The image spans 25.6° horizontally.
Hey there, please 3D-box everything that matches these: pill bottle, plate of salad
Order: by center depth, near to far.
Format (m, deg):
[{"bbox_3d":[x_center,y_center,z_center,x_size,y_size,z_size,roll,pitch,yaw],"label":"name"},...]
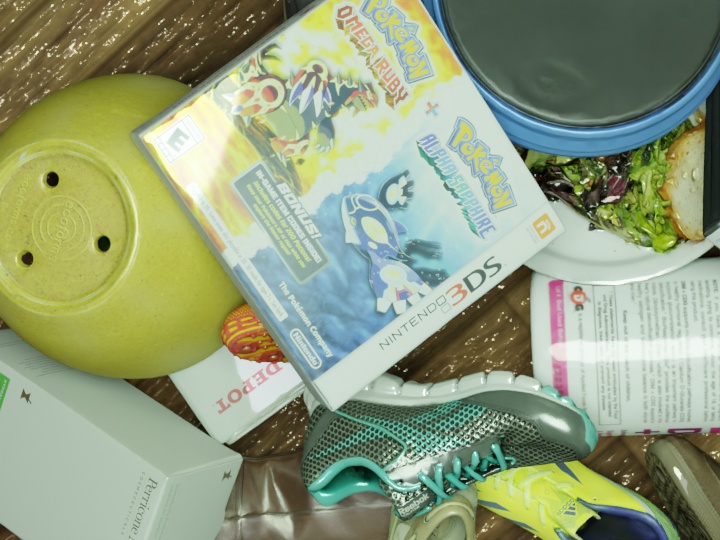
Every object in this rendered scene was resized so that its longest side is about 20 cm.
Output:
[{"bbox_3d":[0.212,0.049,1.031,0.198,0.113,0.115,-3,92,8],"label":"pill bottle"},{"bbox_3d":[0.161,-0.086,1.032,0.198,0.048,0.202,-5,65,12],"label":"plate of salad"}]

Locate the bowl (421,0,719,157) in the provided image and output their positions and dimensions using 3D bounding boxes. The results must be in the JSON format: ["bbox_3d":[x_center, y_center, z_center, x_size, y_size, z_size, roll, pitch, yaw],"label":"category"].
[{"bbox_3d":[0.135,-0.172,0.970,0.198,0.039,0.203,0,83,1],"label":"bowl"}]

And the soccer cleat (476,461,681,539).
[{"bbox_3d":[0.126,0.151,1.062,0.199,0.084,0.065,27,96,6],"label":"soccer cleat"}]

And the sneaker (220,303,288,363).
[{"bbox_3d":[0.000,0.000,1.009,0.199,0.073,0.078,-24,67,-11],"label":"sneaker"}]

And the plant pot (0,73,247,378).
[{"bbox_3d":[-0.164,-0.026,0.980,0.198,0.142,0.202,0,92,10],"label":"plant pot"}]

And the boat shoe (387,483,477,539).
[{"bbox_3d":[0.045,0.223,1.059,0.072,0.063,0.202,6,116,-9],"label":"boat shoe"}]

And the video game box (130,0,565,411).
[{"bbox_3d":[-0.004,-0.051,0.930,0.182,0.047,0.201,-38,104,-10],"label":"video game box"}]

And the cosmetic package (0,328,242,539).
[{"bbox_3d":[-0.189,0.129,1.067,0.199,0.085,0.109,28,107,29],"label":"cosmetic package"}]

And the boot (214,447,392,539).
[{"bbox_3d":[-0.040,0.209,1.104,0.198,0.064,0.188,-7,94,4],"label":"boot"}]

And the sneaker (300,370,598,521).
[{"bbox_3d":[0.050,0.116,0.990,0.198,0.078,0.092,-2,54,26],"label":"sneaker"}]

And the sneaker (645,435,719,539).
[{"bbox_3d":[0.264,0.172,1.045,0.075,0.070,0.201,-39,108,-7],"label":"sneaker"}]

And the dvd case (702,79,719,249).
[{"bbox_3d":[0.287,-0.019,0.978,0.199,0.143,0.018,34,131,-18],"label":"dvd case"}]

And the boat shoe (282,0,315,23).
[{"bbox_3d":[-0.020,-0.179,0.975,0.074,0.073,0.202,-15,76,2],"label":"boat shoe"}]

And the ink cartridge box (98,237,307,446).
[{"bbox_3d":[-0.088,-0.004,1.084,0.145,0.087,0.201,-36,86,9],"label":"ink cartridge box"}]
